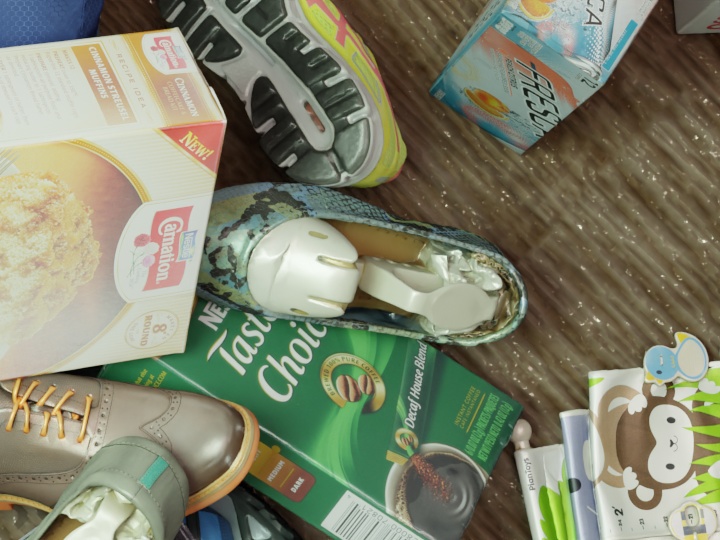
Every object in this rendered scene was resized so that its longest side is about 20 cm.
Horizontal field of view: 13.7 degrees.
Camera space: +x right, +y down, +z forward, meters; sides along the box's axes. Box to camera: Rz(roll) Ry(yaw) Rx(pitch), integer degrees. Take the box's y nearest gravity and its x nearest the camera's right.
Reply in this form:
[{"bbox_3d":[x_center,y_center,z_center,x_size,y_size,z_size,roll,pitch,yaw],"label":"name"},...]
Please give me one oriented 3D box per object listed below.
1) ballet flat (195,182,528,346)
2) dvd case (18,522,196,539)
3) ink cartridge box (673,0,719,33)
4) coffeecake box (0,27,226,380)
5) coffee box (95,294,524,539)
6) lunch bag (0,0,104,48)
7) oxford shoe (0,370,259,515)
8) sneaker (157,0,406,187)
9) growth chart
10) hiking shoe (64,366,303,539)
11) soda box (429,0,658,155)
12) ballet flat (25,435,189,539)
[{"bbox_3d":[0.000,0.000,1.503,0.199,0.074,0.075,6,79,-29],"label":"ballet flat"},{"bbox_3d":[-0.149,0.210,1.490,0.200,0.016,0.149,-36,90,7],"label":"dvd case"},{"bbox_3d":[0.273,-0.213,1.593,0.199,0.147,0.147,-3,82,-10],"label":"ink cartridge box"},{"bbox_3d":[-0.175,-0.023,1.394,0.199,0.154,0.073,-9,47,-22],"label":"coffeecake box"},{"bbox_3d":[-0.024,0.063,1.524,0.200,0.044,0.123,34,43,-2],"label":"coffee box"},{"bbox_3d":[-0.196,-0.139,1.488,0.135,0.200,0.133,2,116,-8],"label":"lunch bag"},{"bbox_3d":[-0.145,0.082,1.449,0.199,0.073,0.072,-4,62,25],"label":"oxford shoe"},{"bbox_3d":[-0.039,-0.118,1.570,0.078,0.090,0.201,-35,66,18],"label":"sneaker"},{"bbox_3d":[0.174,0.107,1.592,0.199,0.018,0.145,-16,83,-12],"label":"growth chart"},{"bbox_3d":[-0.093,0.138,1.523,0.200,0.074,0.087,40,88,7],"label":"hiking shoe"},{"bbox_3d":[0.094,-0.118,1.520,0.063,0.200,0.069,34,79,-2],"label":"soda box"},{"bbox_3d":[-0.151,0.162,1.420,0.067,0.064,0.200,35,114,-1],"label":"ballet flat"}]
